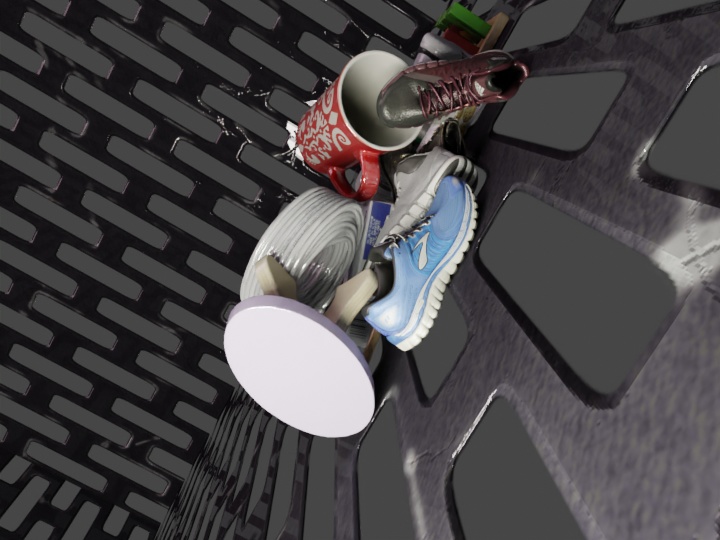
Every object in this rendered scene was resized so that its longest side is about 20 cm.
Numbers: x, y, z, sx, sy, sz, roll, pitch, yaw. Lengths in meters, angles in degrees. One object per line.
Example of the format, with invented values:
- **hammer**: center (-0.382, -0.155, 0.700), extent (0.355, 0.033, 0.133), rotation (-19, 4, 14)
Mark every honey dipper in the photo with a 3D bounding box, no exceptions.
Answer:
- **honey dipper**: center (0.031, 0.052, 0.930), extent (0.203, 0.037, 0.038), rotation (-68, 10, -21)

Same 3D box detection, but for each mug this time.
- **mug**: center (-0.021, -0.196, 1.041), extent (0.180, 0.132, 0.199), rotation (-62, 19, -18)

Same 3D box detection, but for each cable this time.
- **cable**: center (-0.071, -0.012, 0.935), extent (0.202, 0.069, 0.200), rotation (-56, -17, -2)

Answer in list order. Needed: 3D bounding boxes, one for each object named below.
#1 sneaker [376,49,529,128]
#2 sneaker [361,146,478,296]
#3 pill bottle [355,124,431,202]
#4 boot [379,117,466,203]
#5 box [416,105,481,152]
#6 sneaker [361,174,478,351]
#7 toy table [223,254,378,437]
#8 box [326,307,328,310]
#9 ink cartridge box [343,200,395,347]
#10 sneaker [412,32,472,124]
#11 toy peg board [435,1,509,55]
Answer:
- **sneaker**: center (0.119, -0.229, 0.909), extent (0.196, 0.077, 0.116), rotation (-22, 19, -4)
- **sneaker**: center (0.058, -0.068, 0.912), extent (0.201, 0.075, 0.116), rotation (-51, 35, 9)
- **pill bottle**: center (0.068, -0.197, 1.233), extent (0.201, 0.111, 0.114), rotation (-58, 8, 46)
- **boot**: center (0.093, -0.155, 1.014), extent (0.174, 0.068, 0.204), rotation (130, 137, -56)
- **box**: center (0.135, -0.217, 1.111), extent (0.202, 0.041, 0.039), rotation (-59, 44, 18)
- **sneaker**: center (0.061, -0.022, 0.785), extent (0.203, 0.088, 0.078), rotation (-65, 10, -20)
- **toy table**: center (-0.058, 0.077, 0.806), extent (0.181, 0.202, 0.118), rotation (-21, 31, 15)
- **box**: center (-0.134, 0.097, 1.389), extent (0.197, 0.121, 0.204), rotation (-88, 16, -70)
- **ink cartridge box**: center (0.000, 0.000, 1.076), extent (0.200, 0.040, 0.204), rotation (-166, 86, -83)
- **sneaker**: center (0.125, -0.294, 1.137), extent (0.116, 0.075, 0.199), rotation (-56, -21, 21)
- **toy peg board**: center (0.163, -0.389, 1.351), extent (0.202, 0.097, 0.200), rotation (-60, 8, 7)
